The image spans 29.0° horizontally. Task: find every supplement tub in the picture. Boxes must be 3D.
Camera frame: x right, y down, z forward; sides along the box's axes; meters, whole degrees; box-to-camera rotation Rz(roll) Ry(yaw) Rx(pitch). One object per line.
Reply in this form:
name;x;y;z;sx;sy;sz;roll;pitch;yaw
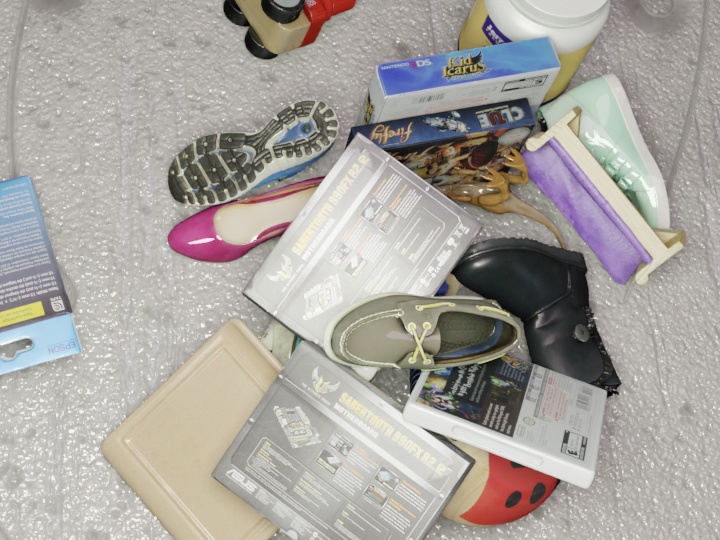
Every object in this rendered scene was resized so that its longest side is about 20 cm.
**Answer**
supplement tub;0.196;-0.284;1.570;0.145;0.200;0.146;4;67;-9

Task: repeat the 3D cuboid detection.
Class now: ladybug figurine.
ladybug figurine;0.139;0.187;1.384;0.199;0.072;0.137;3;82;-44

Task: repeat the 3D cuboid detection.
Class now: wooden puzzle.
wooden puzzle;-0.131;0.177;1.377;0.200;0.037;0.185;-44;79;6

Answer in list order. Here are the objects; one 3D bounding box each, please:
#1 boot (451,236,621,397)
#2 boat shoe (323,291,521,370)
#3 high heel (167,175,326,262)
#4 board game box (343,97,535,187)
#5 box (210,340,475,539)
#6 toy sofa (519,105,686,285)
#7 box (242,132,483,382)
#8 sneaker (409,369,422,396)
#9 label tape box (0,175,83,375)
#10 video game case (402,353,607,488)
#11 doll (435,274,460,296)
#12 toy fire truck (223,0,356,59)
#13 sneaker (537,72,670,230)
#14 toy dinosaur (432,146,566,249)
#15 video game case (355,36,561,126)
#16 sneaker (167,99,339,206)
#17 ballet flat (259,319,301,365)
boot;0.188;0.058;1.468;0.199;0.076;0.169;8;61;-42
boat shoe;0.062;0.060;1.327;0.201;0.060;0.073;-4;104;-31
high heel;-0.105;-0.060;1.480;0.199;0.096;0.068;-6;69;-13
board game box;0.078;-0.127;1.521;0.199;0.136;0.035;-11;70;-14
box;-0.017;0.186;1.310;0.200;0.048;0.159;34;92;12
toy sofa;0.259;-0.076;1.524;0.097;0.083;0.200;-39;89;17
box;0.002;-0.010;1.392;0.158;0.048;0.200;36;86;2
sneaker;0.084;0.121;1.450;0.070;0.078;0.201;7;67;-7
label tape box;-0.377;0.018;1.417;0.143;0.066;0.201;-16;74;-16
video game case;0.144;0.130;1.344;0.181;0.023;0.200;20;21;7
doll;0.000;0.000;1.480;0.199;0.049;0.137;-1;37;-23
toy fire truck;-0.062;-0.364;1.610;0.199;0.129;0.176;-24;73;-31
sneaker;0.272;-0.114;1.592;0.118;0.074;0.201;-22;81;-2
toy dinosaur;0.159;-0.080;1.541;0.199;0.106;0.061;18;58;1
video game case;0.098;-0.177;1.519;0.199;0.181;0.046;-11;69;-15
sneaker;-0.113;-0.117;1.517;0.199;0.089;0.079;-20;78;3
ballet flat;-0.092;0.107;1.433;0.062;0.068;0.201;9;66;2
